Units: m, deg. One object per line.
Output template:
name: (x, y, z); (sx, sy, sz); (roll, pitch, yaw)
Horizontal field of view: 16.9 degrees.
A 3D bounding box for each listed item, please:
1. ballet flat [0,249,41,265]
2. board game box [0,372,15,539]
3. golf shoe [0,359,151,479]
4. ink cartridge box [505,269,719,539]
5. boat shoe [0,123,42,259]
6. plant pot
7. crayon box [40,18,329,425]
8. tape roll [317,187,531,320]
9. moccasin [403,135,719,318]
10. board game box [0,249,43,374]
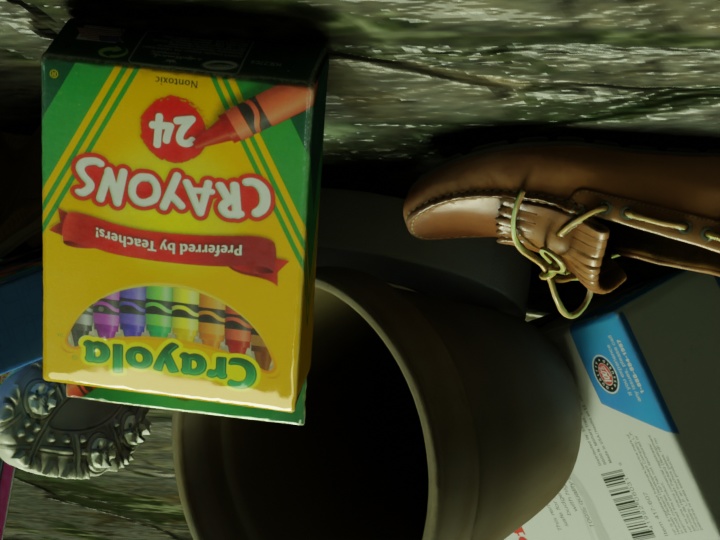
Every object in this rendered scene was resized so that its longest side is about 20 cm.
ballet flat: (-0.225, 0.029, 1.369); (0.200, 0.068, 0.068); (-32, -162, -28)
board game box: (-0.284, 0.080, 1.533); (0.147, 0.201, 0.064); (10, 166, -11)
golf shoe: (-0.159, 0.066, 1.336); (0.097, 0.079, 0.200); (-7, -170, 29)
ink cartridge box: (0.148, 0.091, 1.413); (0.084, 0.147, 0.200); (-27, -177, -32)
boat shoe: (-0.154, -0.041, 1.282); (0.072, 0.073, 0.200); (14, 160, -28)
plant pot: (0.024, 0.092, 1.325); (0.199, 0.201, 0.173); (-7, 180, 44)
crayon box: (-0.083, -0.010, 1.133); (0.126, 0.201, 0.051); (6, -153, 6)
tape roll: (0.000, 0.000, 1.406); (0.202, 0.037, 0.203); (7, 164, 2)
moccasin: (0.118, -0.020, 1.189); (0.200, 0.078, 0.074); (5, 165, 13)
board game box: (-0.154, 0.010, 1.280); (0.199, 0.045, 0.152); (-23, -173, -32)
